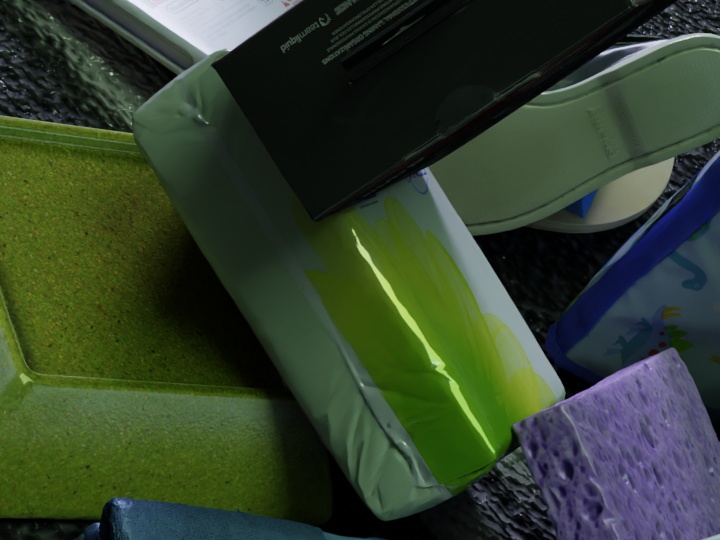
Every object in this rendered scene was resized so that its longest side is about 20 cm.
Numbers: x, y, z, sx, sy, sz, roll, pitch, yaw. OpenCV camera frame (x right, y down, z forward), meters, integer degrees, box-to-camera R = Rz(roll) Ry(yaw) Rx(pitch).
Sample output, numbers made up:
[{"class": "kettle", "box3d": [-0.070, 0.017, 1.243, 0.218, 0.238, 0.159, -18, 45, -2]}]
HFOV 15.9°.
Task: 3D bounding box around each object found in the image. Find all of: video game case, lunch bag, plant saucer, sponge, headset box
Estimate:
[{"class": "video game case", "box3d": [-0.069, -0.154, 1.262, 0.182, 0.022, 0.200, 35, 35, 10]}, {"class": "lunch bag", "box3d": [0.204, -0.007, 1.248, 0.200, 0.170, 0.128, 2, 50, -45]}, {"class": "plant saucer", "box3d": [-0.109, 0.008, 1.054, 0.200, 0.048, 0.200, 6, 48, -39]}, {"class": "sponge", "box3d": [0.123, 0.100, 1.106, 0.112, 0.030, 0.200, 69, 21, 3]}, {"class": "headset box", "box3d": [0.042, -0.097, 1.006, 0.077, 0.149, 0.200, 57, 19, 2]}]

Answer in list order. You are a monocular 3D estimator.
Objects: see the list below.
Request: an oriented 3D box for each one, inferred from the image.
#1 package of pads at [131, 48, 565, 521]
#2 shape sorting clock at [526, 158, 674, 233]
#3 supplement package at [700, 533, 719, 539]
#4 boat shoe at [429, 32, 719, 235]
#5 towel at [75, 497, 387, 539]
[{"class": "package of pads", "box3d": [0.000, 0.000, 1.085, 0.200, 0.068, 0.154, 58, 17, 4]}, {"class": "shape sorting clock", "box3d": [0.074, -0.096, 1.340, 0.200, 0.039, 0.200, 15, 42, -14]}, {"class": "supplement package", "box3d": [0.108, 0.210, 0.935, 0.114, 0.109, 0.200, -11, 78, -48]}, {"class": "boat shoe", "box3d": [0.088, -0.072, 1.244, 0.066, 0.199, 0.075, -95, 163, -76]}, {"class": "towel", "box3d": [-0.015, 0.152, 0.984, 0.200, 0.049, 0.112, 15, 46, -33]}]
